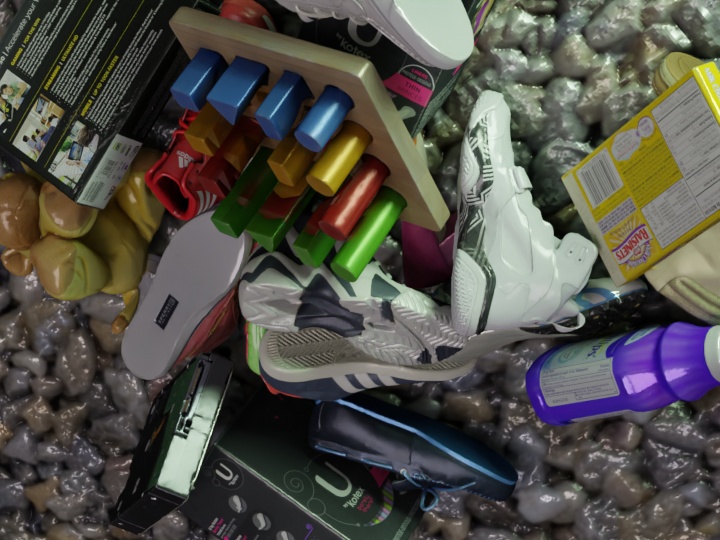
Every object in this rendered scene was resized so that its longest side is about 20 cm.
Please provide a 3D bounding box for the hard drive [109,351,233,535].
[{"bbox_3d":[-0.178,0.165,1.686,0.038,0.141,0.200,22,156,-12],"label":"hard drive"}]

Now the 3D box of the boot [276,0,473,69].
[{"bbox_3d":[-0.006,-0.212,1.332,0.200,0.073,0.096,51,134,4],"label":"boot"}]

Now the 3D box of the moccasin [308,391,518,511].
[{"bbox_3d":[0.047,0.171,1.656,0.199,0.080,0.069,24,102,10],"label":"moccasin"}]

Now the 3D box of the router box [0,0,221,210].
[{"bbox_3d":[-0.231,-0.176,1.522,0.149,0.051,0.201,35,97,21],"label":"router box"}]

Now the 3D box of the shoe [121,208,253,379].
[{"bbox_3d":[-0.143,0.014,1.654,0.071,0.091,0.201,43,120,14],"label":"shoe"}]

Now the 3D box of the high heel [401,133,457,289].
[{"bbox_3d":[0.024,-0.071,1.530,0.096,0.068,0.200,-30,118,26],"label":"high heel"}]

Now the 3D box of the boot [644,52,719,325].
[{"bbox_3d":[0.267,-0.060,1.418,0.200,0.073,0.155,44,129,-8],"label":"boot"}]

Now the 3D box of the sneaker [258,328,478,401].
[{"bbox_3d":[0.005,0.079,1.609,0.198,0.075,0.085,1,151,-9],"label":"sneaker"}]

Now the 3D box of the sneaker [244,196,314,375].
[{"bbox_3d":[-0.060,0.002,1.626,0.083,0.077,0.201,2,121,-10],"label":"sneaker"}]

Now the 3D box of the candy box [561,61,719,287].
[{"bbox_3d":[0.231,-0.069,1.371,0.103,0.026,0.200,63,149,9],"label":"candy box"}]

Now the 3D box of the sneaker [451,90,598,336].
[{"bbox_3d":[0.135,-0.044,1.468,0.114,0.075,0.202,4,87,0],"label":"sneaker"}]

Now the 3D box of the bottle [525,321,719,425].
[{"bbox_3d":[0.231,0.083,1.490,0.199,0.083,0.066,-16,99,47],"label":"bottle"}]

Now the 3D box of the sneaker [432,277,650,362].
[{"bbox_3d":[0.148,0.027,1.534,0.199,0.072,0.073,-12,74,22],"label":"sneaker"}]

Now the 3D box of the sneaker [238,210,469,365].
[{"bbox_3d":[0.000,0.000,1.530,0.197,0.130,0.080,9,139,-1],"label":"sneaker"}]

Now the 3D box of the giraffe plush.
[{"bbox_3d":[-0.275,-0.050,1.659,0.161,0.173,0.200,18,161,27],"label":"giraffe plush"}]

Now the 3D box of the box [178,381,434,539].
[{"bbox_3d":[-0.052,0.218,1.701,0.199,0.122,0.106,35,129,2],"label":"box"}]

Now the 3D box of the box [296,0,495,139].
[{"bbox_3d":[0.037,-0.217,1.409,0.122,0.106,0.201,30,127,7],"label":"box"}]

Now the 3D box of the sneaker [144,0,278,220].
[{"bbox_3d":[-0.126,-0.127,1.538,0.078,0.116,0.201,19,126,15],"label":"sneaker"}]

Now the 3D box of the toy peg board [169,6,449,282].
[{"bbox_3d":[-0.059,-0.090,1.428,0.199,0.098,0.200,20,156,34],"label":"toy peg board"}]
